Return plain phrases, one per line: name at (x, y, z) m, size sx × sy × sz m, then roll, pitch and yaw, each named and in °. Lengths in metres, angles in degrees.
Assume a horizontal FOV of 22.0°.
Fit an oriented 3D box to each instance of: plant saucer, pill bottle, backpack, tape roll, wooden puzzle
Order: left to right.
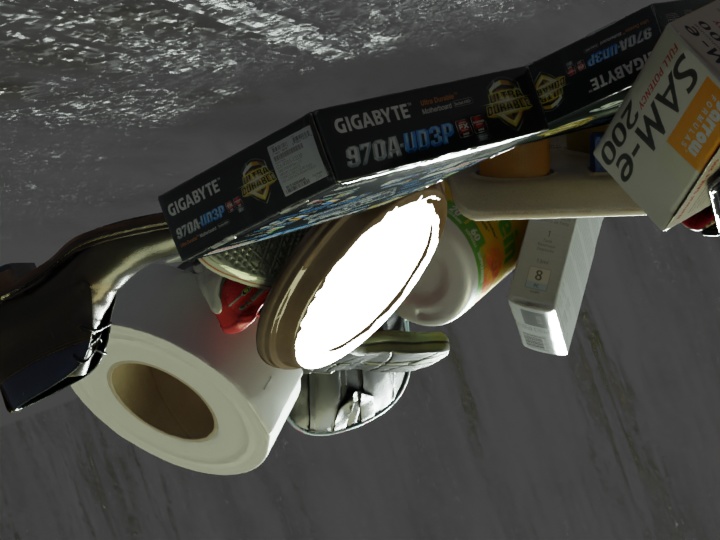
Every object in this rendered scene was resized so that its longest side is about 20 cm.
tape roll at (-0.152, 0.085, 1.561) m, size 0.202 × 0.202 × 0.071 m, roll -23°, pitch -150°, yaw 50°
backpack at (-0.041, 0.061, 1.896) m, size 0.176 × 0.202 × 0.150 m, roll -19°, pitch -163°, yaw -26°
plant saucer at (0.000, 0.000, 1.395) m, size 0.200 × 0.029 × 0.201 m, roll -42°, pitch 159°, yaw -21°
pill bottle at (0.098, -0.042, 1.631) m, size 0.110 × 0.112 × 0.200 m, roll -22°, pitch -170°, yaw 41°
wooden puzzle at (0.153, -0.087, 1.373) m, size 0.183 × 0.047 × 0.200 m, roll -2°, pitch -163°, yaw -1°

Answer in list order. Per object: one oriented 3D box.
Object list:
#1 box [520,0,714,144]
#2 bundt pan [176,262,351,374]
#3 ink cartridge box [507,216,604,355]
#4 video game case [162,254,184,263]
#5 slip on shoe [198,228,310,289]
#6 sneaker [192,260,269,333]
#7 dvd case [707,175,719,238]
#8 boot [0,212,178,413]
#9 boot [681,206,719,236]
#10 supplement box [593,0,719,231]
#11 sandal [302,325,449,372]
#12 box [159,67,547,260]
box at (0.196, -0.142, 1.283) m, size 0.158 × 0.046 × 0.199 m, roll -23°, pitch 175°, yaw 40°
bundt pan at (-0.087, 0.032, 1.689) m, size 0.199 × 0.077 × 0.202 m, roll 7°, pitch -169°, yaw -1°
ink cartridge box at (0.180, -0.041, 1.636) m, size 0.047 × 0.202 × 0.160 m, roll 11°, pitch 166°, yaw 14°
video game case at (-0.049, -0.051, 1.522) m, size 0.198 × 0.022 × 0.182 m, roll -22°, pitch 176°, yaw 13°
slip on shoe at (-0.068, -0.017, 1.385) m, size 0.061 × 0.075 × 0.199 m, roll -18°, pitch 170°, yaw 30°
sneaker at (-0.060, 0.010, 1.505) m, size 0.077 × 0.086 × 0.199 m, roll -21°, pitch 176°, yaw 38°
dvd case at (0.291, -0.074, 1.202) m, size 0.148 × 0.016 × 0.200 m, roll -40°, pitch 162°, yaw 3°
boot at (-0.183, 0.025, 1.285) m, size 0.198 × 0.098 × 0.075 m, roll -21°, pitch 177°, yaw 19°
boot at (0.293, -0.083, 1.472) m, size 0.150 × 0.073 × 0.199 m, roll -40°, pitch -174°, yaw -38°
supplement box at (0.255, -0.122, 1.162) m, size 0.199 × 0.074 × 0.126 m, roll -27°, pitch 157°, yaw -34°
sandal at (-0.012, 0.052, 1.595) m, size 0.199 × 0.058 × 0.079 m, roll 6°, pitch 161°, yaw -38°
box at (-0.002, -0.068, 1.159) m, size 0.199 × 0.046 × 0.158 m, roll -17°, pitch 176°, yaw -43°
